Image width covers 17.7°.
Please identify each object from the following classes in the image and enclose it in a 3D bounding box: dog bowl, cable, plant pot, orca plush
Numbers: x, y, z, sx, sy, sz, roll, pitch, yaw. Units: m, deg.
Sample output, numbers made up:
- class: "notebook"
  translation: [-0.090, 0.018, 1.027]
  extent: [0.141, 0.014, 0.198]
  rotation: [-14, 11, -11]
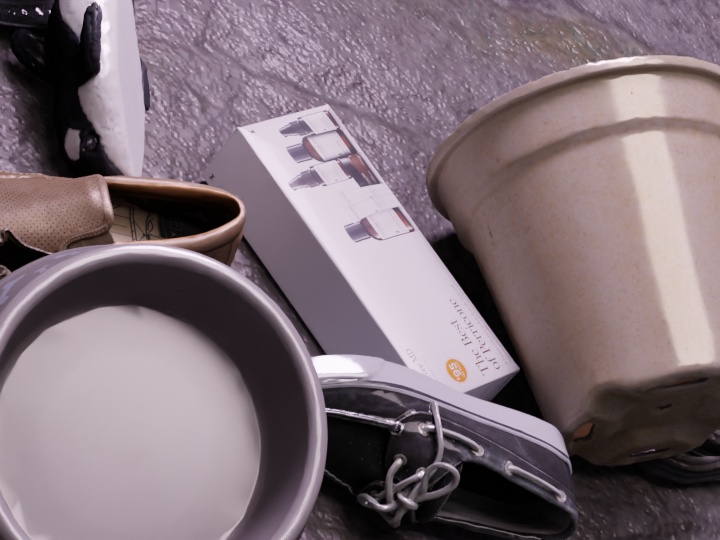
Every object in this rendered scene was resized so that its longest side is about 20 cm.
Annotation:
- class: "dog bowl"
  translation: [-0.106, 0.078, 1.103]
  extent: [0.199, 0.059, 0.201]
  rotation: [5, 75, -19]
- class: "cable"
  translation: [0.258, 0.117, 1.427]
  extent: [0.199, 0.050, 0.097]
  rotation: [28, 43, -17]
- class: "plant pot"
  translation: [0.154, 0.006, 1.350]
  extent: [0.199, 0.200, 0.184]
  rotation: [5, 59, -35]
- class: "orca plush"
  translation: [-0.168, -0.141, 1.293]
  extent: [0.105, 0.071, 0.201]
  rotation: [-43, 125, -80]

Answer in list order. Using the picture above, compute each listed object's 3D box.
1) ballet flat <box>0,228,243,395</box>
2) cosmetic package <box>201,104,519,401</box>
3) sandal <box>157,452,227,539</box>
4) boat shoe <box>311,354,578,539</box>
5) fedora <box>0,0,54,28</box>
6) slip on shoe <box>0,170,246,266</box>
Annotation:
- class: "ballet flat"
  translation: [-0.126, 0.023, 1.163]
  extent: [0.199, 0.046, 0.068]
  rotation: [22, 36, -10]
- class: "cosmetic package"
  translation: [0.000, 0.000, 1.330]
  extent: [0.082, 0.051, 0.200]
  rotation: [-20, 68, -45]
- class: "sandal"
  translation: [-0.097, 0.087, 1.177]
  extent: [0.075, 0.048, 0.201]
  rotation: [13, 48, -28]
- class: "boat shoe"
  translation: [0.029, 0.105, 1.240]
  extent: [0.199, 0.074, 0.068]
  rotation: [22, 36, -28]
- class: "fedora"
  translation: [-0.212, -0.234, 1.340]
  extent: [0.200, 0.092, 0.201]
  rotation: [21, 44, -22]
- class: "slip on shoe"
  translation: [-0.152, -0.025, 1.225]
  extent: [0.199, 0.061, 0.076]
  rotation: [11, 48, -31]
